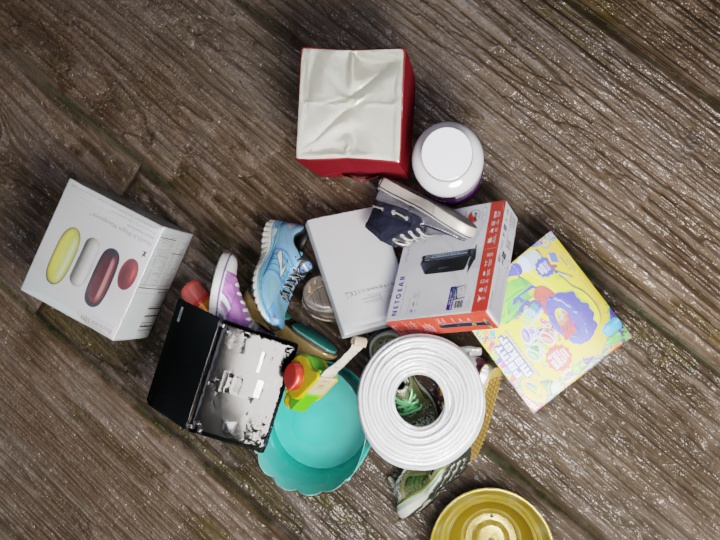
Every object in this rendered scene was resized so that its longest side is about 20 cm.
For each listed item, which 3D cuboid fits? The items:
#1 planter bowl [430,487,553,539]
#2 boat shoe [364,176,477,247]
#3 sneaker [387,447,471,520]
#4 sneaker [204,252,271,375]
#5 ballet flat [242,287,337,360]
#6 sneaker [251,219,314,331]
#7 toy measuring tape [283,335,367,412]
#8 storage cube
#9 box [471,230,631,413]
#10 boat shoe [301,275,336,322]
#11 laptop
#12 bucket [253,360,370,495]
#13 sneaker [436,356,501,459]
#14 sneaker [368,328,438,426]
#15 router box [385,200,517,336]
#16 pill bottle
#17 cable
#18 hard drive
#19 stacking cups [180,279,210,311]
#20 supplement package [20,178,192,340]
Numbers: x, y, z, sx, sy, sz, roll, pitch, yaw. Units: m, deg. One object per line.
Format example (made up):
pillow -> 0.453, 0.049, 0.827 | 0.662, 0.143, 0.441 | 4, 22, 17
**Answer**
planter bowl -> 0.211, 0.443, 1.341 | 0.195, 0.083, 0.206 | 0, 88, 9
boat shoe -> 0.092, -0.068, 1.314 | 0.199, 0.074, 0.094 | 33, 105, 40
sneaker -> 0.099, 0.319, 1.338 | 0.089, 0.076, 0.201 | 53, 128, 22
sneaker -> -0.196, 0.076, 1.380 | 0.111, 0.073, 0.206 | 6, 85, -4
ballet flat -> -0.125, 0.106, 1.410 | 0.199, 0.068, 0.064 | 36, 103, 20
sneaker -> -0.123, 0.002, 1.369 | 0.088, 0.079, 0.204 | -2, 61, 13
toy measuring tape -> -0.060, 0.138, 1.240 | 0.074, 0.073, 0.200 | 46, 124, 7
storage cube -> -0.004, -0.250, 1.343 | 0.167, 0.180, 0.205 | 3, 90, 8
box -> 0.284, 0.080, 1.321 | 0.192, 0.122, 0.201 | -39, 84, 7
boat shoe -> -0.004, 0.057, 1.390 | 0.196, 0.074, 0.076 | 13, 62, -11
laptop -> -0.221, 0.164, 1.320 | 0.196, 0.103, 0.181 | 18, 91, -12
bucket -> -0.074, 0.248, 1.361 | 0.202, 0.135, 0.213 | 0, 89, 8
sneaker -> 0.161, 0.229, 1.358 | 0.089, 0.074, 0.204 | 27, 110, 31
sneaker -> 0.066, 0.199, 1.352 | 0.076, 0.089, 0.203 | -26, 96, 9
router box -> 0.143, -0.001, 1.296 | 0.177, 0.049, 0.203 | -9, 52, 34
pill bottle -> 0.138, -0.166, 1.308 | 0.110, 0.200, 0.115 | 0, 88, 8
cable -> 0.091, 0.197, 1.254 | 0.195, 0.069, 0.205 | 10, 80, 4
hard drive -> 0.000, 0.000, 1.360 | 0.129, 0.027, 0.204 | -12, 70, -21
stacking cups -> -0.233, 0.102, 1.429 | 0.060, 0.060, 0.202 | -37, 82, 6
supplement package -> -0.425, -0.016, 1.414 | 0.188, 0.147, 0.203 | 25, 91, 8
